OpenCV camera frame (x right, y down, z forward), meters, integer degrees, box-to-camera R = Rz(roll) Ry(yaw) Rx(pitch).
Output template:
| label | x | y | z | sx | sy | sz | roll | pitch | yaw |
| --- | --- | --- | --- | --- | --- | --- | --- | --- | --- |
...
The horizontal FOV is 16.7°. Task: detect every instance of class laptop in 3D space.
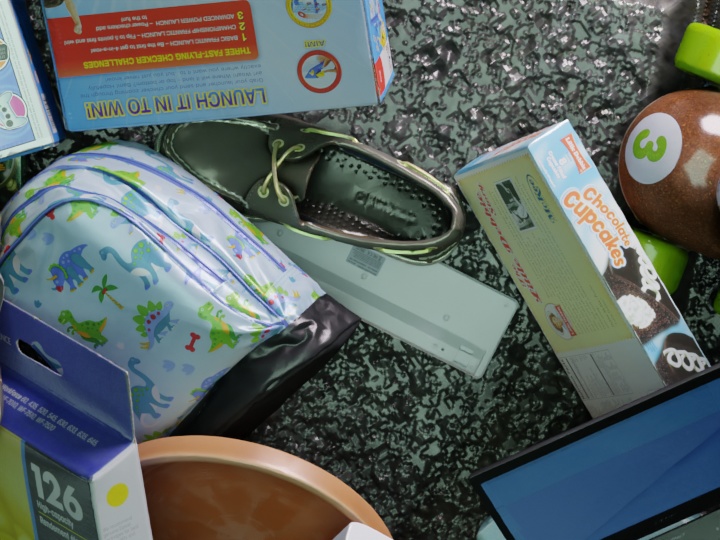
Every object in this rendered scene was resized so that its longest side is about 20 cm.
| label | x | y | z | sx | sy | sz | roll | pitch | yaw |
| --- | --- | --- | --- | --- | --- | --- | --- | --- | --- |
| laptop | 0.186 | 0.173 | 1.395 | 0.177 | 0.103 | 0.200 | -24 | 82 | 8 |

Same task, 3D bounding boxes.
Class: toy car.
| label | x | y | z | sx | sy | sz | roll | pitch | yaw |
| --- | --- | --- | --- | --- | --- | --- | --- | --- | --- |
| toy car | 0.237 | -0.047 | 1.452 | 0.158 | 0.200 | 0.165 | 21 | 96 | -2 |

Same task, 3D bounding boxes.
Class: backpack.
| label | x | y | z | sx | sy | sz | roll | pitch | yaw |
| --- | --- | --- | --- | --- | --- | --- | --- | --- | --- |
| backpack | -0.130 | 0.014 | 1.500 | 0.163 | 0.154 | 0.200 | -41 | 80 | 31 |

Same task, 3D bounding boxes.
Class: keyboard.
| label | x | y | z | sx | sy | sz | roll | pitch | yaw |
| --- | --- | --- | --- | --- | --- | --- | --- | --- | --- |
| keyboard | 0.000 | 0.000 | 1.557 | 0.200 | 0.011 | 0.056 | 27 | 90 | -2 |

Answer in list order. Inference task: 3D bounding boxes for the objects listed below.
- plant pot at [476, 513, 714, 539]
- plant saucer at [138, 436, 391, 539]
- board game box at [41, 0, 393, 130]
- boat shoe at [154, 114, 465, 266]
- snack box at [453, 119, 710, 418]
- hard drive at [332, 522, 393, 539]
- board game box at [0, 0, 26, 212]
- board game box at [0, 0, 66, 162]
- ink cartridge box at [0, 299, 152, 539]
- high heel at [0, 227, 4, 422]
| label | x | y | z | sx | sy | sz | roll | pitch | yaw |
| --- | --- | --- | --- | --- | --- | --- | --- | --- | --- |
| plant pot | 0.172 | 0.204 | 1.513 | 0.141 | 0.141 | 0.200 | -41 | 86 | 4 |
| plant saucer | -0.074 | 0.168 | 1.505 | 0.200 | 0.032 | 0.200 | 8 | 137 | 7 |
| board game box | -0.093 | -0.191 | 1.465 | 0.200 | 0.056 | 0.196 | -4 | 113 | 12 |
| boat shoe | -0.030 | -0.056 | 1.520 | 0.201 | 0.060 | 0.072 | 18 | 84 | -1 |
| snack box | 0.140 | 0.010 | 1.500 | 0.037 | 0.116 | 0.200 | -32 | 95 | -21 |
| hard drive | 0.000 | 0.236 | 1.501 | 0.132 | 0.025 | 0.200 | 30 | 136 | -13 |
| board game box | -0.262 | -0.072 | 1.545 | 0.105 | 0.023 | 0.200 | 2 | 97 | 3 |
| board game box | -0.304 | -0.144 | 1.499 | 0.196 | 0.056 | 0.200 | -16 | 96 | 3 |
| ink cartridge box | -0.195 | 0.123 | 1.461 | 0.047 | 0.198 | 0.200 | -26 | 122 | -31 |
| high heel | -0.254 | 0.044 | 1.456 | 0.071 | 0.143 | 0.200 | 11 | 117 | -23 |
